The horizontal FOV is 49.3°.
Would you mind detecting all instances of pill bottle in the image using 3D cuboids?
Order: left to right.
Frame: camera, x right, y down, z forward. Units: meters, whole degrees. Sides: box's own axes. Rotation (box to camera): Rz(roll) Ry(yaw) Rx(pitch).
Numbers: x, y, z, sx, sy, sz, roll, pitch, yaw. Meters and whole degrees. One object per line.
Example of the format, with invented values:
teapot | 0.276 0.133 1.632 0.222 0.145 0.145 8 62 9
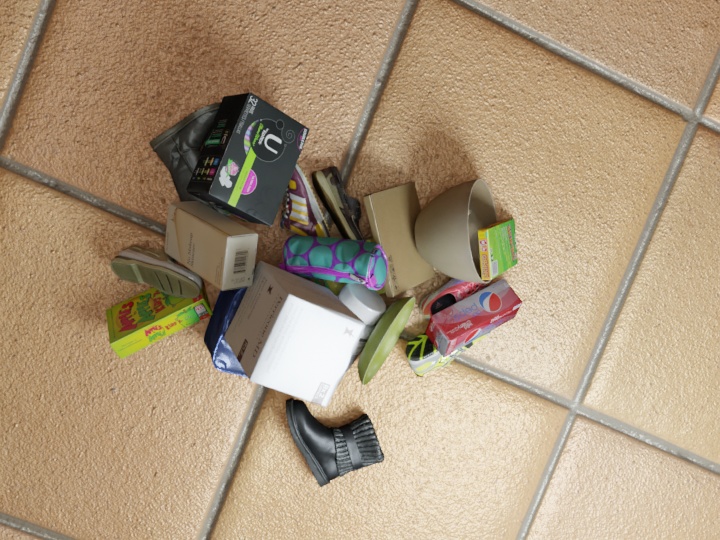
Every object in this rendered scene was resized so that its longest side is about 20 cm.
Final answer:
pill bottle | -0.040 0.125 1.555 0.113 0.114 0.202 32 111 -8

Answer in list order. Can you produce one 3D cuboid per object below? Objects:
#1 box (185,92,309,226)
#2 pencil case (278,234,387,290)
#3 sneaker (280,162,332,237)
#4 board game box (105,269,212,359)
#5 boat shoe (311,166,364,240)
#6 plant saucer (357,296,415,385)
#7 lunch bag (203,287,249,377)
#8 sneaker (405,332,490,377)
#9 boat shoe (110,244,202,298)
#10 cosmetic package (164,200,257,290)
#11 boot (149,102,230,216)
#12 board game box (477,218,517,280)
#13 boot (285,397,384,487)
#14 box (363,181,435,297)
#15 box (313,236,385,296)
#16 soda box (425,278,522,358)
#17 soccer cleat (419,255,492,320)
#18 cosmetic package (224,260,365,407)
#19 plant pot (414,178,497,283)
box | -0.214 -0.208 1.486 0.147 0.123 0.204 25 82 -34
pencil case | -0.050 -0.017 1.496 0.196 0.093 0.087 6 129 22
sneaker | -0.130 -0.129 1.567 0.089 0.075 0.203 -26 96 -4
board game box | -0.396 0.082 1.540 0.197 0.102 0.048 -26 134 -3
boat shoe | -0.028 -0.122 1.563 0.064 0.073 0.203 -28 81 -10
plant saucer | 0.046 0.134 1.562 0.031 0.200 0.203 29 92 12
lunch bag | -0.223 0.095 1.549 0.134 0.132 0.204 20 97 -27
sneaker | 0.185 0.153 1.644 0.196 0.076 0.077 -22 133 -10
boat shoe | -0.387 -0.006 1.520 0.196 0.076 0.069 17 49 16
cosmetic package | -0.279 -0.049 1.454 0.072 0.198 0.106 -9 116 -45
boot | -0.300 -0.201 1.542 0.180 0.073 0.203 -31 92 10
board game box | 0.280 -0.046 1.579 0.029 0.199 0.098 -2 98 29
boot | -0.052 0.330 1.618 0.155 0.080 0.214 -25 109 3
box | 0.082 -0.065 1.570 0.021 0.162 0.205 -9 98 38
box | 0.000 0.000 1.609 0.196 0.048 0.120 -16 98 -7
soda box | 0.230 0.094 1.592 0.197 0.064 0.070 -25 62 -25
soccer cleat | 0.211 0.039 1.623 0.198 0.073 0.069 -35 99 -2
cosmetic package | -0.122 0.110 1.409 0.163 0.200 0.168 23 96 -27
plant pot | 0.185 -0.074 1.566 0.132 0.199 0.206 -3 98 26
